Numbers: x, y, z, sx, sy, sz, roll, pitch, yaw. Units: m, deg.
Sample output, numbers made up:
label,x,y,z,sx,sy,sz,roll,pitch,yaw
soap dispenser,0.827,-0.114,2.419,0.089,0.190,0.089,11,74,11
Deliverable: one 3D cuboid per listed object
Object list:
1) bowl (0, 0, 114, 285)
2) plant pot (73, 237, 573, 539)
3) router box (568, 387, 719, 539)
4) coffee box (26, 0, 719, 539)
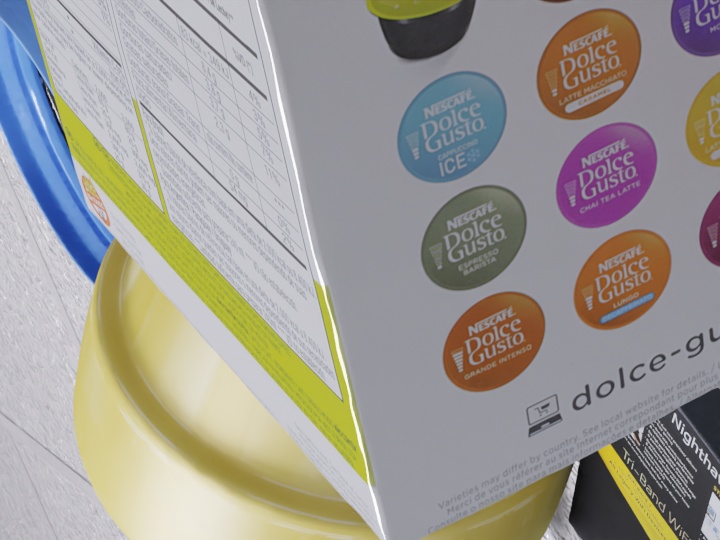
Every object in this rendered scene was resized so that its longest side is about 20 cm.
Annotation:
label,x,y,z,sx,sy,sz,roll,pitch,yaw
bowl,-0.178,-0.080,1.665,0.201,0.039,0.201,55,162,27
plant pot,0.000,0.000,1.011,0.201,0.200,0.189,52,146,32
router box,0.152,0.116,0.941,0.200,0.052,0.157,55,161,27
coffee box,0.029,-0.086,0.748,0.200,0.199,0.198,45,155,48
